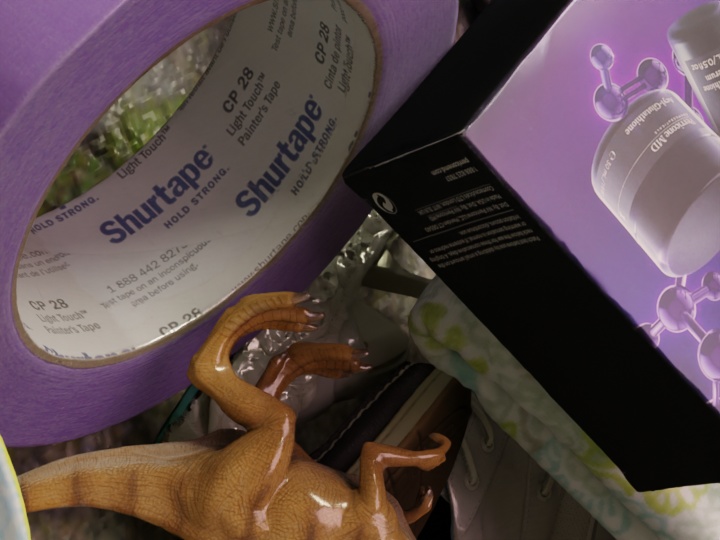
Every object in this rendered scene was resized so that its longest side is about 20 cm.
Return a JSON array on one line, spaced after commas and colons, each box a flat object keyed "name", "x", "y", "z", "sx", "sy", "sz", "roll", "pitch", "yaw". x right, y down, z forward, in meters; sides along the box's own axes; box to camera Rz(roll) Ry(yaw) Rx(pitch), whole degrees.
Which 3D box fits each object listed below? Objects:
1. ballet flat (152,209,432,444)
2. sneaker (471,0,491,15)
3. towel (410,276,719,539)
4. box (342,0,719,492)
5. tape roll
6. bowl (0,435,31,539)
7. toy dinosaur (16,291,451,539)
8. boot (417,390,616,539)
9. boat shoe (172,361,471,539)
[{"name": "ballet flat", "x": 0.000, "y": 0.000, "z": 0.770, "sx": 0.072, "sy": 0.072, "sz": 0.200, "roll": 51, "pitch": 52, "yaw": -29}, {"name": "sneaker", "x": 0.088, "y": -0.143, "z": 0.886, "sx": 0.089, "sy": 0.078, "sz": 0.201, "roll": 12, "pitch": 76, "yaw": -47}, {"name": "towel", "x": 0.137, "y": 0.022, "z": 0.739, "sx": 0.200, "sy": 0.048, "sz": 0.171, "roll": 43, "pitch": 64, "yaw": -8}, {"name": "box", "x": 0.114, "y": -0.053, "z": 0.666, "sx": 0.141, "sy": 0.079, "sz": 0.200, "roll": 46, "pitch": 65, "yaw": -16}, {"name": "tape roll", "x": -0.065, "y": -0.044, "z": 0.633, "sx": 0.200, "sy": 0.066, "sz": 0.200, "roll": -36, "pitch": 153, "yaw": -22}, {"name": "bowl", "x": -0.191, "y": 0.090, "z": 0.539, "sx": 0.200, "sy": 0.107, "sz": 0.201, "roll": 9, "pitch": 78, "yaw": -46}, {"name": "toy dinosaur", "x": -0.039, "y": 0.063, "z": 0.652, "sx": 0.199, "sy": 0.060, "sz": 0.107, "roll": 12, "pitch": 68, "yaw": 1}, {"name": "boot", "x": 0.051, "y": 0.050, "z": 0.796, "sx": 0.095, "sy": 0.073, "sz": 0.201, "roll": -19, "pitch": 118, "yaw": -41}, {"name": "boat shoe", "x": -0.036, "y": 0.097, "z": 0.712, "sx": 0.200, "sy": 0.065, "sz": 0.073, "roll": -48, "pitch": 154, "yaw": -29}]
